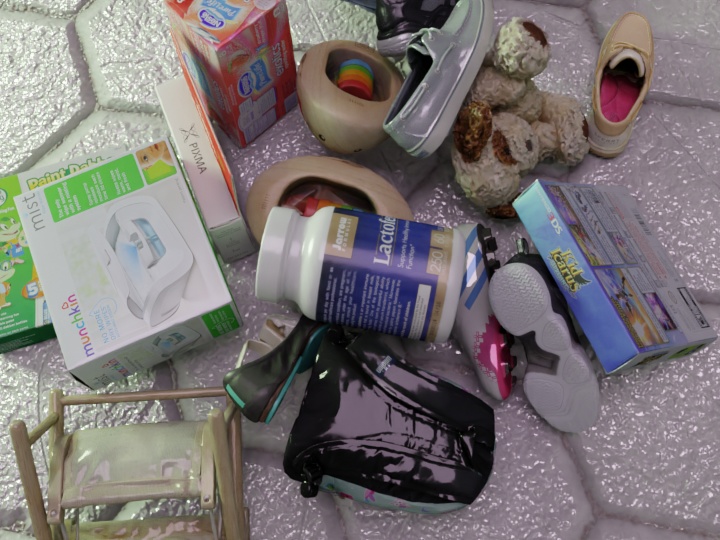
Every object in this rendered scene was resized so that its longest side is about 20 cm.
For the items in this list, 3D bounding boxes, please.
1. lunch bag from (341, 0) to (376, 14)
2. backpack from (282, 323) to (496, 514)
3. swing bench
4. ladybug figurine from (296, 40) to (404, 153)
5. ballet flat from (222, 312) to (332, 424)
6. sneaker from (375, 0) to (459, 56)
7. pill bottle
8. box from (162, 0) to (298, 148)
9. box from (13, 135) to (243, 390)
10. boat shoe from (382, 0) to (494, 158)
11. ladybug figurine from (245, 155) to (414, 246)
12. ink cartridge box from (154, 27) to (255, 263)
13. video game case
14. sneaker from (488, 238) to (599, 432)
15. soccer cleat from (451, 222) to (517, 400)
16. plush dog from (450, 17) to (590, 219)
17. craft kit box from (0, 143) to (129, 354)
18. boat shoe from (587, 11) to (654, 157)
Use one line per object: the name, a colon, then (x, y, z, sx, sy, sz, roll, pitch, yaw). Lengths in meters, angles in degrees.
lunch bag: (0.040, -0.425, 1.106, 0.197, 0.128, 0.172, -14, 67, -16)
backpack: (0.039, 0.159, 0.862, 0.197, 0.127, 0.170, 16, 80, 7)
swing bench: (-0.212, 0.221, 0.835, 0.195, 0.130, 0.204, -3, 97, 0)
ladybug figurine: (-0.012, -0.199, 1.007, 0.134, 0.073, 0.201, 19, 37, -7)
ballet flat: (-0.078, 0.079, 0.875, 0.068, 0.200, 0.069, 31, 115, 6)
sneaker: (0.085, -0.328, 1.015, 0.075, 0.116, 0.199, 5, 29, 44)
pill bottle: (0.000, 0.000, 0.874, 0.196, 0.116, 0.118, 10, 68, 0)
box: (-0.142, -0.246, 0.996, 0.102, 0.201, 0.095, -42, 73, -13)
box: (-0.241, -0.007, 0.911, 0.174, 0.097, 0.203, -22, 72, -8)
boat shoe: (0.082, -0.221, 0.928, 0.071, 0.070, 0.203, 30, 74, -24)
ladybug figurine: (-0.030, -0.052, 0.972, 0.197, 0.072, 0.138, 19, 86, 3)
ink cartridge box: (-0.179, -0.133, 0.963, 0.044, 0.177, 0.202, -22, 68, -7)
video game case: (0.267, 0.001, 0.907, 0.179, 0.045, 0.202, -1, 58, -45)
sneaker: (0.201, 0.062, 0.908, 0.075, 0.202, 0.114, -18, 20, 28)
soccer cleat: (0.117, 0.047, 0.945, 0.085, 0.070, 0.203, -13, 65, 17)
plush dog: (0.152, -0.154, 0.982, 0.158, 0.200, 0.174, -4, 51, 36)
craft kit box: (-0.341, -0.028, 0.999, 0.197, 0.049, 0.200, -17, 65, -5)
boat shoe: (0.320, -0.236, 1.046, 0.072, 0.069, 0.203, 14, 69, 8)
